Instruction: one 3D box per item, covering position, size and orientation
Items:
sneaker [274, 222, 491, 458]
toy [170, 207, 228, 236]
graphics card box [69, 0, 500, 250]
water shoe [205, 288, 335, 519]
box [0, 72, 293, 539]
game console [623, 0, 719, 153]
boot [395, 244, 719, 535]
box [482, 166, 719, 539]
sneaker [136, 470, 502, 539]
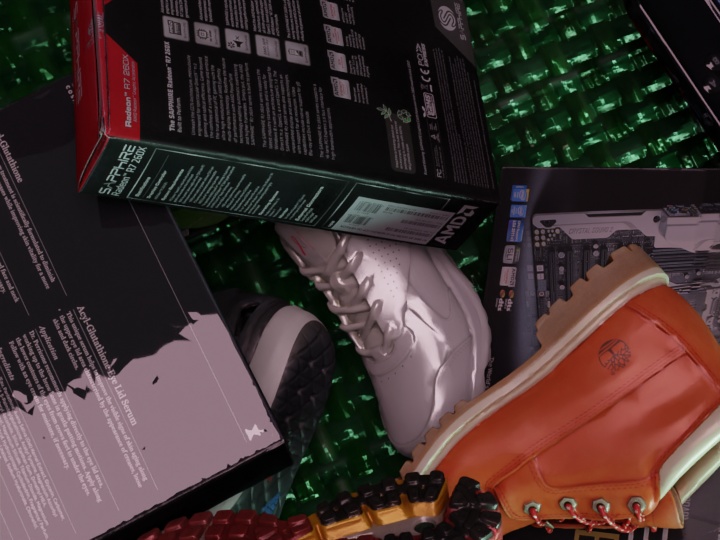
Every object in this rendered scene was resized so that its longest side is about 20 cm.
[{"bbox_3d":[0.000,0.000,0.815,0.098,0.078,0.202,4,63,-39],"label":"sneaker"},{"bbox_3d":[-0.105,-0.121,0.839,0.047,0.114,0.203,-1,75,-46],"label":"toy"},{"bbox_3d":[-0.036,-0.086,0.761,0.198,0.051,0.127,7,57,-25],"label":"graphics card box"},{"bbox_3d":[-0.082,0.107,0.821,0.078,0.072,0.202,20,77,32],"label":"water shoe"},{"bbox_3d":[-0.136,0.028,0.756,0.140,0.079,0.202,-27,76,-3],"label":"box"},{"bbox_3d":[0.265,-0.135,0.822,0.199,0.119,0.173,-26,78,-26],"label":"game console"},{"bbox_3d":[0.090,0.096,0.744,0.200,0.075,0.107,-46,69,10],"label":"boot"},{"bbox_3d":[0.135,0.051,0.804,0.156,0.050,0.203,3,75,28],"label":"box"},{"bbox_3d":[-0.032,0.153,0.707,0.197,0.078,0.083,-9,117,2],"label":"sneaker"}]
